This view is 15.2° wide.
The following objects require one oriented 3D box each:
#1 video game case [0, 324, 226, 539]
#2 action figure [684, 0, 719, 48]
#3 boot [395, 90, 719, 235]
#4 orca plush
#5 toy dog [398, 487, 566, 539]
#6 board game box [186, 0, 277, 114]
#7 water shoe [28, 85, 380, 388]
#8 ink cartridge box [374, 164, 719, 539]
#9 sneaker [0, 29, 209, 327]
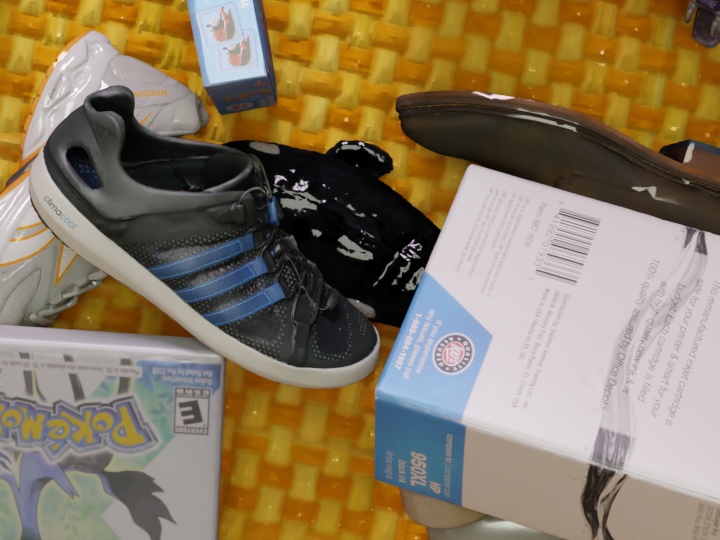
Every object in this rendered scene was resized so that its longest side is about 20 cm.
[{"bbox_3d":[-0.170,0.115,1.350,0.199,0.022,0.183,3,112,-1],"label":"video game case"},{"bbox_3d":[0.163,-0.152,1.307,0.130,0.200,0.069,40,100,4],"label":"action figure"},{"bbox_3d":[0.107,-0.029,1.367,0.199,0.075,0.097,14,85,-2],"label":"boot"},{"bbox_3d":[0.000,0.000,1.366,0.105,0.071,0.200,-43,89,-2],"label":"orca plush"},{"bbox_3d":[0.112,0.109,1.357,0.199,0.096,0.132,4,121,-10],"label":"toy dog"},{"bbox_3d":[-0.076,-0.184,1.330,0.036,0.151,0.201,-12,88,0],"label":"board game box"},{"bbox_3d":[-0.064,-0.013,1.306,0.200,0.072,0.079,30,122,-17],"label":"water shoe"},{"bbox_3d":[0.122,0.052,1.281,0.199,0.084,0.145,17,56,11],"label":"ink cartridge box"},{"bbox_3d":[-0.142,-0.016,1.361,0.092,0.076,0.201,23,89,2],"label":"sneaker"}]
